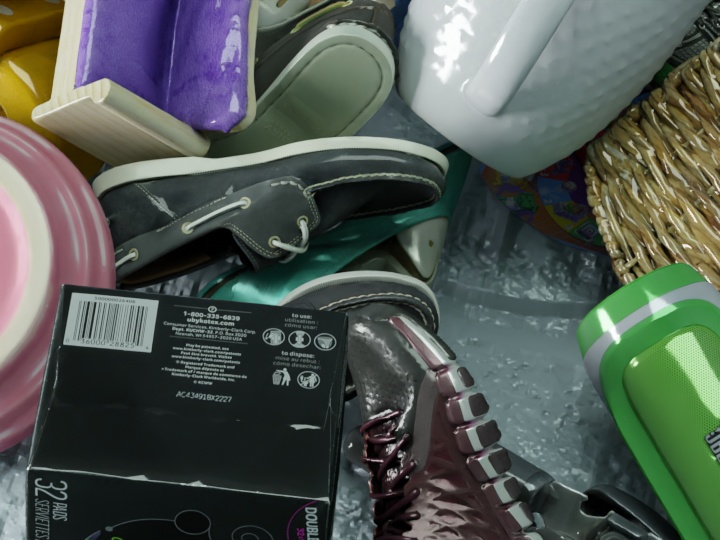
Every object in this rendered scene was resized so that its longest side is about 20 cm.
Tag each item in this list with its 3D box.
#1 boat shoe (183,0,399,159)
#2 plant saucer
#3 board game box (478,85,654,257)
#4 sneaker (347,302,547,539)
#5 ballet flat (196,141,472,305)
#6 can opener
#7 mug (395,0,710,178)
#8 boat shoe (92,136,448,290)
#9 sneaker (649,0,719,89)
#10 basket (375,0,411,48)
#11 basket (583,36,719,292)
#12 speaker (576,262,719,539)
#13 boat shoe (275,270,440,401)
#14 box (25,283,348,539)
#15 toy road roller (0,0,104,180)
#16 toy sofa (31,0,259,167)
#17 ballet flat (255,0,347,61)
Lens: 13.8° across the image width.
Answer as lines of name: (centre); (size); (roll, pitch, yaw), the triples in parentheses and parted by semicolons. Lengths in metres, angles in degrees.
boat shoe: (-0.054, -0.080, 1.701); (0.072, 0.201, 0.061); (44, 29, -19)
plant saucer: (-0.234, 0.004, 1.615); (0.199, 0.051, 0.202); (-2, 75, 8)
board game box: (0.168, -0.092, 1.807); (0.157, 0.039, 0.200); (19, 49, 11)
sneaker: (0.020, 0.121, 1.532); (0.115, 0.076, 0.201); (-26, 83, -28)
ballet flat: (0.000, 0.000, 1.698); (0.200, 0.067, 0.070); (-31, 72, -25)
can opener: (0.088, 0.124, 1.610); (0.199, 0.054, 0.067); (30, 20, 21)
mug: (0.101, -0.144, 1.647); (0.147, 0.176, 0.200); (35, 12, 0)
boat shoe: (-0.047, -0.029, 1.645); (0.199, 0.072, 0.068); (-8, 66, 5)
sneaker: (0.224, -0.151, 1.797); (0.199, 0.085, 0.078); (-1, 43, -38)
basket: (-0.037, -0.197, 1.816); (0.176, 0.140, 0.200); (32, 49, 22)
basket: (0.233, -0.008, 1.704); (0.143, 0.149, 0.200); (-41, 65, 11)
speaker: (0.194, 0.098, 1.578); (0.088, 0.089, 0.201); (-23, 72, -24)
boat shoe: (-0.049, 0.054, 1.612); (0.199, 0.074, 0.060); (-13, 18, -6)
box: (-0.087, 0.123, 1.479); (0.148, 0.201, 0.125); (6, 46, 0)
toy road roller: (-0.202, -0.130, 1.705); (0.146, 0.201, 0.123); (30, 21, 13)
toy sofa: (-0.113, -0.163, 1.668); (0.097, 0.083, 0.201); (-16, 57, 38)
ballet flat: (-0.025, -0.181, 1.706); (0.199, 0.064, 0.068); (-29, 67, -5)
